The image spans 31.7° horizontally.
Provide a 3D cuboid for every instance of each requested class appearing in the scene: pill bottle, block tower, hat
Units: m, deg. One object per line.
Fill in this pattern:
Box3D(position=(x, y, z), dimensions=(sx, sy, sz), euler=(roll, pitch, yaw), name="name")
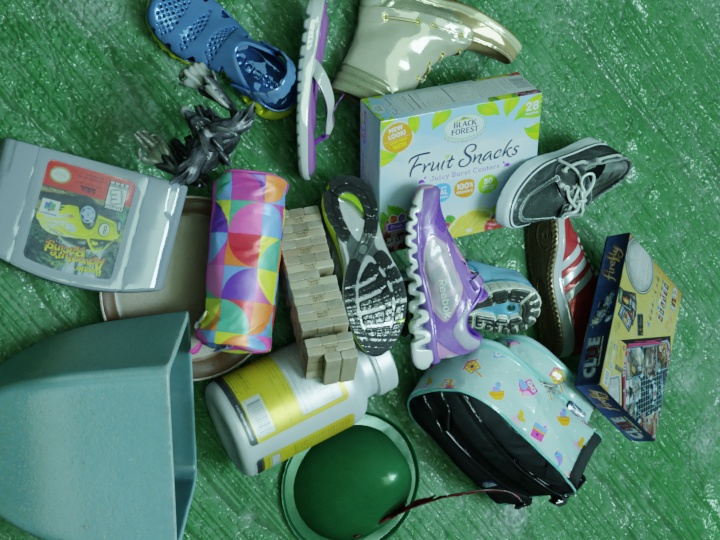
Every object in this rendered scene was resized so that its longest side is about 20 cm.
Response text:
Box3D(position=(-0.063, 0.136, 1.401), dimensions=(0.199, 0.112, 0.113), euler=(-25, 100, -17), name="pill bottle")
Box3D(position=(-0.053, 0.022, 1.371), dimensions=(0.053, 0.058, 0.201), euler=(-9, 59, -13), name="block tower")
Box3D(position=(0.026, 0.244, 1.402), dimensions=(0.200, 0.176, 0.166), euler=(-41, 105, -13), name="hat")

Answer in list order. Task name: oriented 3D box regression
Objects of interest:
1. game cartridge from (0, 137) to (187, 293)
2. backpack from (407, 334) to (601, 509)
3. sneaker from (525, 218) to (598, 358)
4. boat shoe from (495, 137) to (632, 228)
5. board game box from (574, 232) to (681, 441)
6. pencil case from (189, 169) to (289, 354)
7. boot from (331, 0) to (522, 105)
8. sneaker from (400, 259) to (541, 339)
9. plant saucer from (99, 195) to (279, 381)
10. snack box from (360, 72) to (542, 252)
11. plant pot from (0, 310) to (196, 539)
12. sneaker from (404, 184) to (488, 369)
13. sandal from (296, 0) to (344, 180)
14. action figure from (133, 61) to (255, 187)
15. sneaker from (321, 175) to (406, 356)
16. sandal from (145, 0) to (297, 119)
Box3D(position=(-0.292, -0.050, 1.327), dimensions=(0.198, 0.041, 0.134), euler=(14, 89, -6), name="game cartridge")
Box3D(position=(0.160, 0.160, 1.451), dimensions=(0.199, 0.175, 0.154), euler=(36, 64, -18), name="backpack")
Box3D(position=(0.267, -0.001, 1.534), dimensions=(0.111, 0.071, 0.202), euler=(-7, 94, -22), name="sneaker")
Box3D(position=(0.236, -0.093, 1.449), dimensions=(0.198, 0.068, 0.074), euler=(-23, 128, -40), name="boat shoe")
Box3D(position=(0.314, 0.078, 1.471), dimensions=(0.135, 0.034, 0.201), euler=(42, 54, -36), name="board game box")
Box3D(position=(-0.126, -0.007, 1.341), dimensions=(0.088, 0.088, 0.202), euler=(10, 84, -20), name="pencil case")
Box3D(position=(0.075, -0.235, 1.453), dimensions=(0.198, 0.072, 0.156), euler=(21, 85, -14), name="boot")
Box3D(position=(0.107, 0.029, 1.482), dimensions=(0.198, 0.090, 0.079), euler=(3, 119, -3), name="sneaker")
Box3D(position=(-0.188, 0.019, 1.392), dimensions=(0.198, 0.034, 0.203), euler=(-1, 93, -18), name="plant saucer")
Box3D(position=(0.100, -0.123, 1.436), dimensions=(0.198, 0.068, 0.170), euler=(-12, 124, -20), name="snack box")
Box3D(position=(-0.275, 0.161, 1.278), dimensions=(0.198, 0.196, 0.198), euler=(0, 105, -2), name="plant pot")
Box3D(position=(0.094, 0.006, 1.381), dimensions=(0.087, 0.080, 0.202), euler=(-3, 97, 9), name="sneaker")
Box3D(position=(-0.043, -0.199, 1.392), dimensions=(0.049, 0.083, 0.205), euler=(4, 103, 3), name="sandal")
Box3D(position=(-0.172, -0.141, 1.302), dimensions=(0.102, 0.200, 0.119), euler=(42, 83, -6), name="action figure")
Box3D(position=(0.000, 0.000, 1.403), dimensions=(0.073, 0.081, 0.202), euler=(-7, 72, -13), name="sneaker")
Box3D(position=(-0.140, -0.239, 1.369), dimensions=(0.199, 0.087, 0.080), euler=(30, 85, -17), name="sandal")
